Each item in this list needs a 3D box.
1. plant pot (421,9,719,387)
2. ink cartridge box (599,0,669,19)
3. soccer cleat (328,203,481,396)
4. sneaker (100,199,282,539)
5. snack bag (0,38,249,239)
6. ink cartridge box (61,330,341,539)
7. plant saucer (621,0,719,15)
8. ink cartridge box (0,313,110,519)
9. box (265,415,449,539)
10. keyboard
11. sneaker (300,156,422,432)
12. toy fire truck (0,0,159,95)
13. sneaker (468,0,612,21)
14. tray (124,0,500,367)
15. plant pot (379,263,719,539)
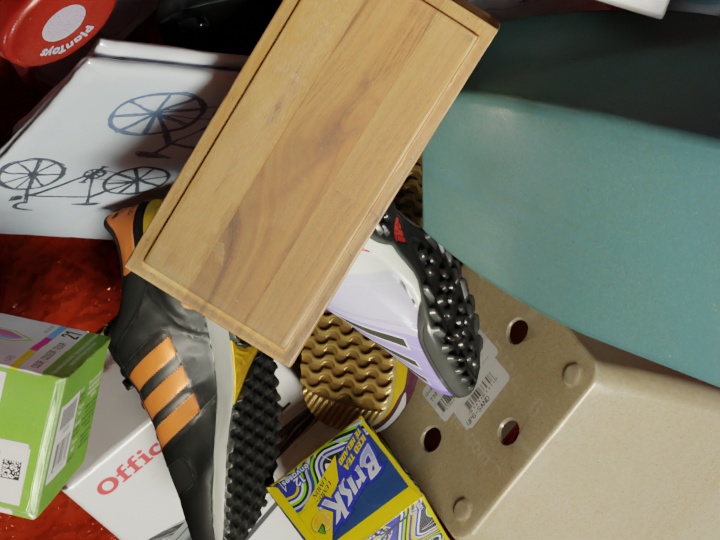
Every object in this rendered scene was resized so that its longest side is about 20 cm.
[{"bbox_3d":[0.138,-0.052,1.374,0.141,0.199,0.142,-42,140,-47],"label":"plant pot"},{"bbox_3d":[0.080,-0.230,1.336,0.199,0.086,0.147,16,106,-15],"label":"ink cartridge box"},{"bbox_3d":[0.000,0.000,1.429,0.073,0.068,0.200,-16,134,25],"label":"soccer cleat"},{"bbox_3d":[-0.098,0.056,1.452,0.070,0.089,0.201,-35,126,-62],"label":"sneaker"},{"bbox_3d":[-0.107,-0.063,1.410,0.188,0.022,0.200,2,154,-35],"label":"snack bag"},{"bbox_3d":[-0.084,0.109,1.576,0.144,0.084,0.200,-40,134,3],"label":"ink cartridge box"},{"bbox_3d":[0.203,-0.227,1.463,0.199,0.027,0.201,-23,126,-34],"label":"plant saucer"},{"bbox_3d":[-0.243,0.057,1.368,0.199,0.148,0.076,13,97,2],"label":"ink cartridge box"},{"bbox_3d":[0.011,0.158,1.542,0.070,0.064,0.200,-37,156,-4],"label":"box"},{"bbox_3d":[-0.064,-0.110,1.416,0.103,0.040,0.200,-12,154,7],"label":"keyboard"},{"bbox_3d":[0.012,-0.006,1.534,0.090,0.075,0.201,15,89,-76],"label":"sneaker"},{"bbox_3d":[-0.123,-0.179,1.317,0.200,0.112,0.168,-43,159,9],"label":"toy fire truck"},{"bbox_3d":[0.066,-0.149,1.457,0.200,0.075,0.115,-37,133,-2],"label":"sneaker"},{"bbox_3d":[-0.024,-0.062,1.317,0.098,0.037,0.201,31,104,-3],"label":"tray"},{"bbox_3d":[0.123,0.090,1.590,0.177,0.200,0.200,21,114,-45],"label":"plant pot"}]
